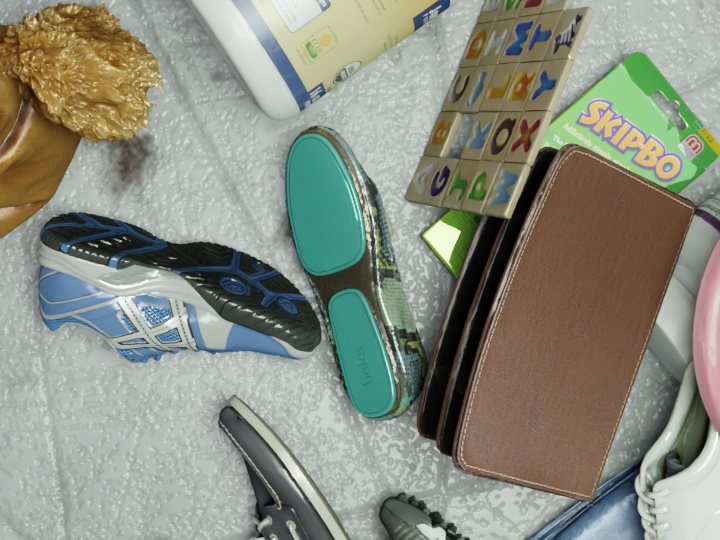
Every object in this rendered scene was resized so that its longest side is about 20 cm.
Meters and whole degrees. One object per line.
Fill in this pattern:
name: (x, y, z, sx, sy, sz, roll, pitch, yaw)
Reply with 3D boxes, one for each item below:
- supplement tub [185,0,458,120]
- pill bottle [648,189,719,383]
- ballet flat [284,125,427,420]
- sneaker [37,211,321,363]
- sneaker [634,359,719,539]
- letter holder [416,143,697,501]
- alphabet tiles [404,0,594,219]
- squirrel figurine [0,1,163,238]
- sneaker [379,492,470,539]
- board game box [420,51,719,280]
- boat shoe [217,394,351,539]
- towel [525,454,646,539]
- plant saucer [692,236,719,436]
supplement tub: (-0.015, -0.208, 0.882, 0.199, 0.144, 0.145, -35, 89, -1)
pill bottle: (0.275, -0.012, 0.899, 0.199, 0.112, 0.113, -37, 89, -2)
ballet flat: (0.000, 0.000, 0.920, 0.074, 0.074, 0.202, -12, 93, -1)
sneaker: (-0.124, 0.024, 0.921, 0.198, 0.076, 0.078, 18, 115, -3)
sneaker: (0.204, 0.148, 0.857, 0.070, 0.073, 0.202, 14, 93, -18)
letter holder: (0.101, 0.024, 0.846, 0.141, 0.100, 0.202, 19, 91, -41)
alphabet tiles: (0.097, -0.132, 0.875, 0.007, 0.167, 0.202, 22, 88, -20)
squirrel figurine: (-0.228, -0.114, 0.855, 0.199, 0.187, 0.142, -27, 89, -2)
sneaker: (0.069, 0.243, 0.912, 0.090, 0.066, 0.200, -42, 92, -4)
board game box: (0.146, -0.053, 0.940, 0.200, 0.030, 0.096, -40, 92, 1)
boat shoe: (-0.044, 0.178, 0.910, 0.062, 0.073, 0.201, -35, 94, -5)
towel: (0.214, 0.181, 0.926, 0.199, 0.049, 0.112, -36, 90, -2)
plant saucer: (0.292, 0.033, 0.810, 0.199, 0.051, 0.203, -4, 100, -24)
